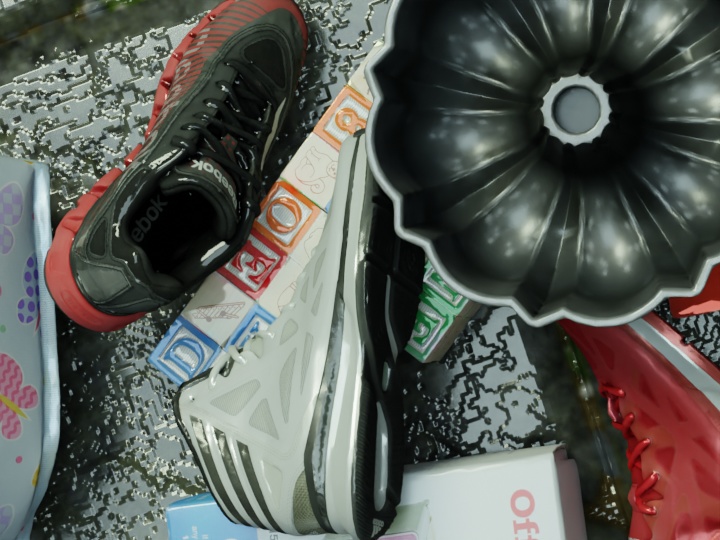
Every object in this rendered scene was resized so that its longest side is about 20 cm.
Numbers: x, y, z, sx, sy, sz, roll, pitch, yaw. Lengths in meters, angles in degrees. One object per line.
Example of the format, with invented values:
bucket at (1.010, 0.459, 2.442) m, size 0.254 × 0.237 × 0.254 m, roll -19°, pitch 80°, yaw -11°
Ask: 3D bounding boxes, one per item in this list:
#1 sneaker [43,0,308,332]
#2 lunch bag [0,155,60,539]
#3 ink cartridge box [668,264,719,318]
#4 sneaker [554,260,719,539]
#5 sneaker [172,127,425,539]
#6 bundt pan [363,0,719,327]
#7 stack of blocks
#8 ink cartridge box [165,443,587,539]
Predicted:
sneaker at (-0.075, -0.057, 1.312) m, size 0.071 × 0.098 × 0.201 m, roll 40°, pitch 70°, yaw -23°
lunch bag at (-0.246, 0.046, 1.314) m, size 0.127 × 0.169 × 0.201 m, roll -11°, pitch 82°, yaw 52°
ink cartridge box at (0.238, -0.071, 1.306) m, size 0.199 × 0.057 × 0.164 m, roll -11°, pitch 86°, yaw 4°
sneaker at (0.141, 0.094, 1.302) m, size 0.200 × 0.078 × 0.116 m, roll 41°, pitch 93°, yaw 10°
sneaker at (-0.036, 0.028, 1.275) m, size 0.115 × 0.076 × 0.202 m, roll 0°, pitch 75°, yaw 23°
bundt pan at (0.104, -0.074, 1.252) m, size 0.200 × 0.076 × 0.203 m, roll 0°, pitch 91°, yaw 8°
stack of blocks at (0.000, 0.000, 1.337) m, size 0.115 × 0.059 × 0.200 m, roll 37°, pitch 94°, yaw 9°
ink cartridge box at (0.015, 0.171, 1.316) m, size 0.199 × 0.085 × 0.146 m, roll -9°, pitch 86°, yaw 8°
